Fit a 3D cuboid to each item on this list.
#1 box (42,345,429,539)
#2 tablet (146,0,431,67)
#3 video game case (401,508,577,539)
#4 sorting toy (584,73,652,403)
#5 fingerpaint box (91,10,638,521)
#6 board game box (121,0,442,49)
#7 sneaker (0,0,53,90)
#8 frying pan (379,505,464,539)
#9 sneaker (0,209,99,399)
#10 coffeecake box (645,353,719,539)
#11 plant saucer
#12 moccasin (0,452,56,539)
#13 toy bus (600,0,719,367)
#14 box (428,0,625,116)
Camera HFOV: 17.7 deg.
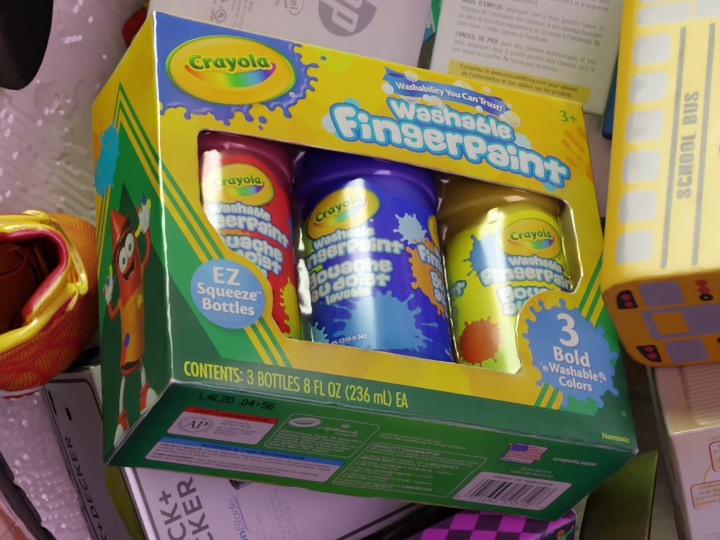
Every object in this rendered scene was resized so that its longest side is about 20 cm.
[{"bbox_3d":[-0.025,0.061,0.995,0.199,0.060,0.117,-21,98,-29],"label":"box"},{"bbox_3d":[-0.026,-0.115,0.969,0.130,0.014,0.201,3,110,-28],"label":"tablet"},{"bbox_3d":[-0.001,0.196,0.963,0.199,0.036,0.182,-23,135,-28],"label":"video game case"},{"bbox_3d":[0.189,-0.030,1.118,0.198,0.070,0.201,20,78,-28],"label":"sorting toy"},{"bbox_3d":[0.000,0.000,0.916,0.199,0.073,0.168,11,56,-24],"label":"fingerpaint box"},{"bbox_3d":[-0.010,-0.131,1.034,0.200,0.030,0.096,-44,109,-21],"label":"board game box"},{"bbox_3d":[-0.194,-0.158,0.909,0.202,0.107,0.067,76,21,-43],"label":"sneaker"},{"bbox_3d":[0.006,0.157,1.017,0.190,0.031,0.115,-42,154,14],"label":"frying pan"},{"bbox_3d":[-0.130,0.010,0.879,0.073,0.077,0.200,64,17,-2],"label":"sneaker"},{"bbox_3d":[0.170,0.086,1.008,0.073,0.154,0.201,-12,128,5],"label":"coffeecake box"},{"bbox_3d":[0.105,0.176,1.014,0.031,0.200,0.201,7,83,8],"label":"plant saucer"},{"bbox_3d":[-0.159,0.117,0.909,0.078,0.074,0.202,-32,105,-20],"label":"moccasin"},{"bbox_3d":[0.147,-0.062,0.945,0.065,0.078,0.201,57,33,-47],"label":"toy bus"},{"bbox_3d":[0.087,-0.172,0.986,0.082,0.049,0.201,12,116,2],"label":"box"}]
